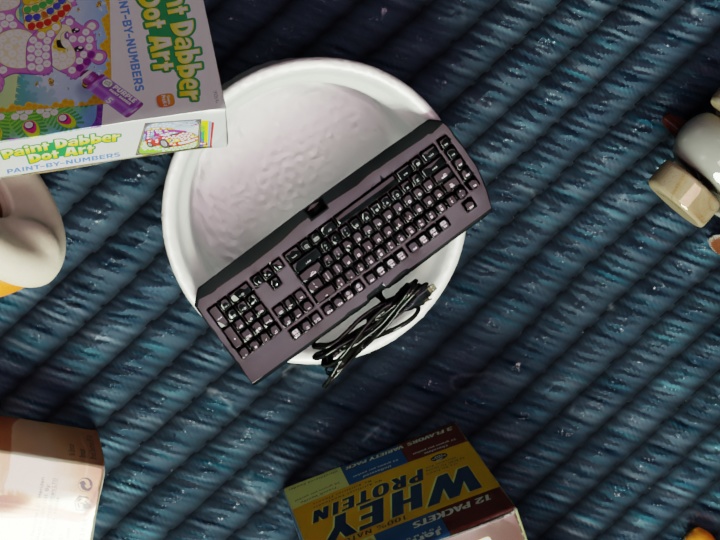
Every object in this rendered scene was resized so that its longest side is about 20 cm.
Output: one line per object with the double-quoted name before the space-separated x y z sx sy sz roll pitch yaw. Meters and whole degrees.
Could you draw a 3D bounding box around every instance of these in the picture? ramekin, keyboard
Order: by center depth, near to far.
"keyboard" 0.000 0.000 1.419 0.200 0.040 0.104 -37 105 1
"ramekin" -0.035 -0.047 1.473 0.199 0.098 0.202 -2 103 -8

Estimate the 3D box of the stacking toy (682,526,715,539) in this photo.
"stacking toy" 0.247 0.286 1.599 0.109 0.116 0.201 -5 87 24

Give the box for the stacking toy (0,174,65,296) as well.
"stacking toy" -0.303 -0.003 1.444 0.200 0.146 0.146 -38 106 20

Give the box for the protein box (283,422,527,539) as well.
"protein box" 0.053 0.241 1.498 0.134 0.199 0.201 -20 105 -4

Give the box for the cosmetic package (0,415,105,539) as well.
"cosmetic package" -0.276 0.141 1.474 0.199 0.103 0.088 9 99 -13

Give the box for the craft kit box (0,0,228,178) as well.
"craft kit box" -0.194 -0.152 1.388 0.196 0.201 0.049 -8 148 -10

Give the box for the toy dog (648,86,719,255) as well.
"toy dog" 0.270 -0.051 1.540 0.131 0.096 0.201 -31 120 -4
